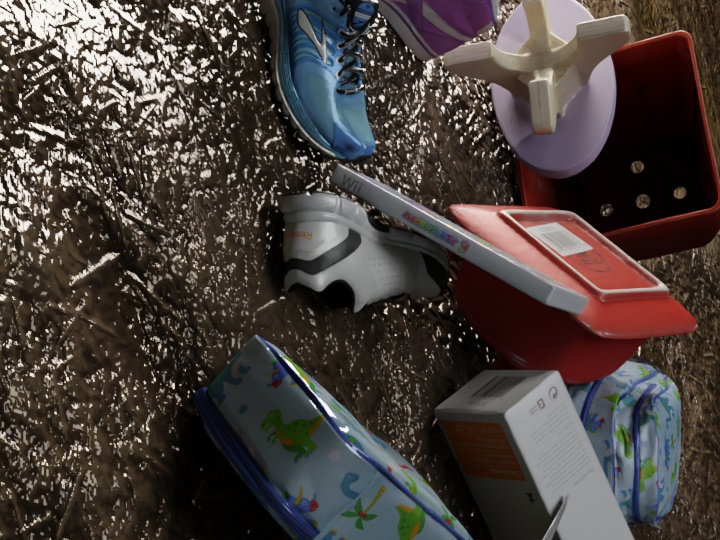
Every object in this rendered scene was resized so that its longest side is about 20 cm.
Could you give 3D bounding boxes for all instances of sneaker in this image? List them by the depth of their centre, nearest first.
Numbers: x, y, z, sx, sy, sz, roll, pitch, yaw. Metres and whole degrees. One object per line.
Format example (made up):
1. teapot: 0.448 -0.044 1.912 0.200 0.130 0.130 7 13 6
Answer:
1. sneaker: 0.000 0.000 1.250 0.199 0.073 0.081 20 71 -50
2. sneaker: -0.025 -0.184 1.272 0.078 0.089 0.202 -18 91 -61
3. sneaker: 0.057 -0.279 1.450 0.200 0.113 0.073 37 45 -45

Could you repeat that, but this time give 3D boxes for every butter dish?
1. butter dish: 0.168 0.041 1.441 0.199 0.149 0.199 42 26 29

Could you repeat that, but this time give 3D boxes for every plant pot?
1. plant pot: 0.280 -0.103 1.682 0.176 0.198 0.202 43 38 -62

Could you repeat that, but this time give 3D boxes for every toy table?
1. toy table: 0.182 -0.205 1.588 0.117 0.182 0.202 50 23 -64

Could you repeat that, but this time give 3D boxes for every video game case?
1. video game case: 0.082 -0.023 1.274 0.018 0.199 0.143 -62 162 5

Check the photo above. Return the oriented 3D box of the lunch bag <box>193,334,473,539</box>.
1. lunch bag: -0.015 0.139 1.057 0.200 0.082 0.161 46 0 -42

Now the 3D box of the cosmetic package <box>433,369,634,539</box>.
1. cosmetic package: 0.152 0.187 1.344 0.071 0.101 0.202 -34 105 -30

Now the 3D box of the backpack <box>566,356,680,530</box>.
1. backpack: 0.233 0.167 1.473 0.199 0.153 0.165 3 94 -54

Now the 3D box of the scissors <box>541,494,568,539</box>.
1. scissors: 0.116 0.264 1.251 0.073 0.014 0.202 25 77 -32
